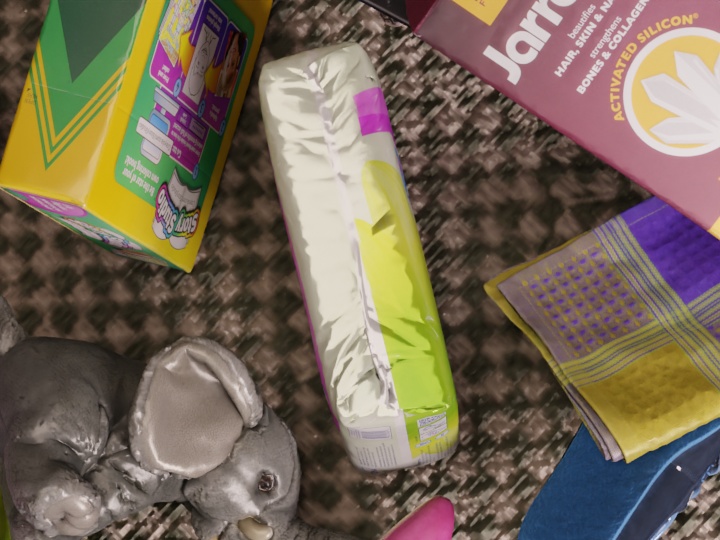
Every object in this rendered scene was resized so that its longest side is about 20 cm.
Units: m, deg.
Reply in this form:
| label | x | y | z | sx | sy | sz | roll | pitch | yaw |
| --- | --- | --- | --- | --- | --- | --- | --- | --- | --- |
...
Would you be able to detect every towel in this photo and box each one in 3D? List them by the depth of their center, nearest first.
| label | x | y | z | sx | sy | sz | roll | pitch | yaw |
| --- | --- | --- | --- | --- | --- | --- | --- | --- | --- |
| towel | 0.181 | 0.010 | 1.248 | 0.199 | 0.023 | 0.144 | -26 | 52 | -7 |

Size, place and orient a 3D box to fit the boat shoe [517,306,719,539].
| label | x | y | z | sx | sy | sz | roll | pitch | yaw |
| --- | --- | --- | --- | --- | --- | --- | --- | --- | --- |
| boat shoe | 0.146 | 0.098 | 1.249 | 0.200 | 0.069 | 0.084 | -43 | 61 | -17 |

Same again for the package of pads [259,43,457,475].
| label | x | y | z | sx | sy | sz | roll | pitch | yaw |
| --- | --- | --- | --- | --- | --- | --- | --- | --- | --- |
| package of pads | 0.000 | 0.000 | 1.248 | 0.068 | 0.155 | 0.202 | -13 | 75 | 0 |

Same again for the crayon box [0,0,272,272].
| label | x | y | z | sx | sy | sz | roll | pitch | yaw |
| --- | --- | --- | --- | --- | --- | --- | --- | --- | --- |
| crayon box | -0.118 | -0.102 | 1.271 | 0.058 | 0.200 | 0.174 | 16 | 84 | 14 |

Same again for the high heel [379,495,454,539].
| label | x | y | z | sx | sy | sz | roll | pitch | yaw |
| --- | --- | --- | --- | --- | --- | --- | --- | --- | --- |
| high heel | 0.020 | 0.223 | 1.242 | 0.096 | 0.067 | 0.201 | 31 | 90 | 25 |

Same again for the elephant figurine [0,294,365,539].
| label | x | y | z | sx | sy | sz | roll | pitch | yaw |
| --- | --- | --- | --- | --- | --- | --- | --- | --- | --- |
| elephant figurine | -0.097 | 0.096 | 1.279 | 0.198 | 0.156 | 0.142 | -10 | 34 | -11 |

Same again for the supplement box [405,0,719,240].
| label | x | y | z | sx | sy | sz | roll | pitch | yaw |
| --- | --- | --- | --- | --- | --- | --- | --- | --- | --- |
| supplement box | 0.134 | -0.122 | 1.200 | 0.199 | 0.086 | 0.111 | 32 | 106 | -12 |

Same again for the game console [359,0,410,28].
| label | x | y | z | sx | sy | sz | roll | pitch | yaw |
| --- | --- | --- | --- | --- | --- | --- | --- | --- | --- |
| game console | 0.106 | -0.201 | 1.248 | 0.170 | 0.199 | 0.119 | -30 | 51 | 38 |

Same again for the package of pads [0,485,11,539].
| label | x | y | z | sx | sy | sz | roll | pitch | yaw |
| --- | --- | --- | --- | --- | --- | --- | --- | --- | --- |
| package of pads | -0.249 | 0.121 | 1.274 | 0.068 | 0.154 | 0.202 | -17 | 75 | 16 |

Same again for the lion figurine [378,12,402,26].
| label | x | y | z | sx | sy | sz | roll | pitch | yaw |
| --- | --- | --- | --- | --- | --- | --- | --- | --- | --- |
| lion figurine | 0.021 | -0.213 | 1.346 | 0.199 | 0.073 | 0.123 | 35 | 58 | 5 |
